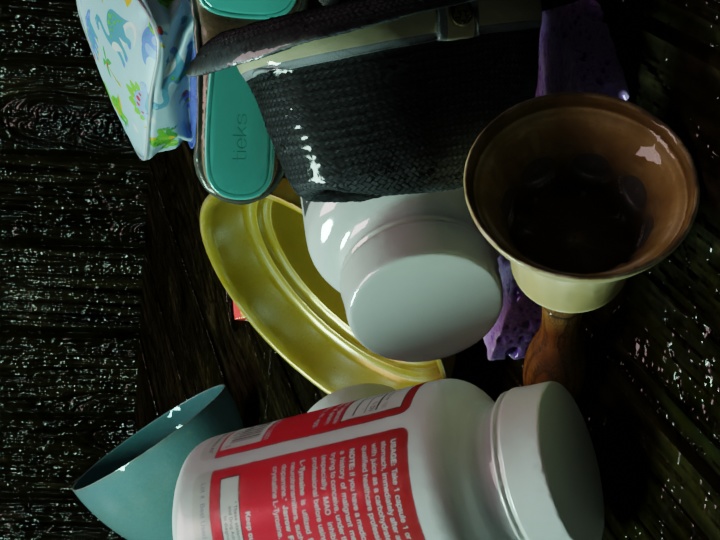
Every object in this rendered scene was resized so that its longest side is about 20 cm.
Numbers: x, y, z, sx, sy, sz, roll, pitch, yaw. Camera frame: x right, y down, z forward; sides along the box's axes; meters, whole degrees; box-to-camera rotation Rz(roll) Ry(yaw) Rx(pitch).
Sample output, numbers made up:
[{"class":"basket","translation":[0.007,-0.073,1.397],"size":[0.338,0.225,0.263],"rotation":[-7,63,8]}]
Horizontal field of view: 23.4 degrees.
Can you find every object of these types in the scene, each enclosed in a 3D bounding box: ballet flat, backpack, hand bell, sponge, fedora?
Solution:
[{"class":"ballet flat","translation":[-0.062,-0.137,0.959],"size":[0.068,0.068,0.200],"rotation":[-86,6,-74]},{"class":"backpack","translation":[-0.102,-0.180,1.102],"size":[0.183,0.147,0.200],"rotation":[103,149,-56]},{"class":"hand bell","translation":[0.100,0.017,0.848],"size":[0.200,0.104,0.104],"rotation":[87,176,-56]},{"class":"sponge","translation":[0.095,-0.056,0.946],"size":[0.200,0.030,0.112],"rotation":[104,162,-45]},{"class":"fedora","translation":[0.020,-0.082,0.834],"size":[0.201,0.200,0.092],"rotation":[-169,68,-77]}]

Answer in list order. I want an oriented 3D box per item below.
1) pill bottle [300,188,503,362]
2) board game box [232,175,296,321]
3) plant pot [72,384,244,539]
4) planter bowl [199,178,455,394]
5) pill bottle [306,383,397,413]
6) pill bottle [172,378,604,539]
[{"class":"pill bottle","translation":[0.021,-0.050,0.955],"size":[0.200,0.111,0.111],"rotation":[-100,17,-44]},{"class":"board game box","translation":[-0.038,-0.060,1.259],"size":[0.046,0.151,0.200],"rotation":[-12,78,31]},{"class":"plant pot","translation":[-0.195,0.236,1.909],"size":[0.135,0.200,0.200],"rotation":[57,168,-5]},{"class":"planter bowl","translation":[0.000,0.000,1.097],"size":[0.083,0.200,0.200],"rotation":[-46,-7,-26]},{"class":"pill bottle","translation":[0.024,0.158,1.006],"size":[0.200,0.109,0.109],"rotation":[-115,28,-48]},{"class":"pill bottle","translation":[0.015,0.119,0.879],"size":[0.112,0.200,0.112],"rotation":[44,-143,-49]}]
